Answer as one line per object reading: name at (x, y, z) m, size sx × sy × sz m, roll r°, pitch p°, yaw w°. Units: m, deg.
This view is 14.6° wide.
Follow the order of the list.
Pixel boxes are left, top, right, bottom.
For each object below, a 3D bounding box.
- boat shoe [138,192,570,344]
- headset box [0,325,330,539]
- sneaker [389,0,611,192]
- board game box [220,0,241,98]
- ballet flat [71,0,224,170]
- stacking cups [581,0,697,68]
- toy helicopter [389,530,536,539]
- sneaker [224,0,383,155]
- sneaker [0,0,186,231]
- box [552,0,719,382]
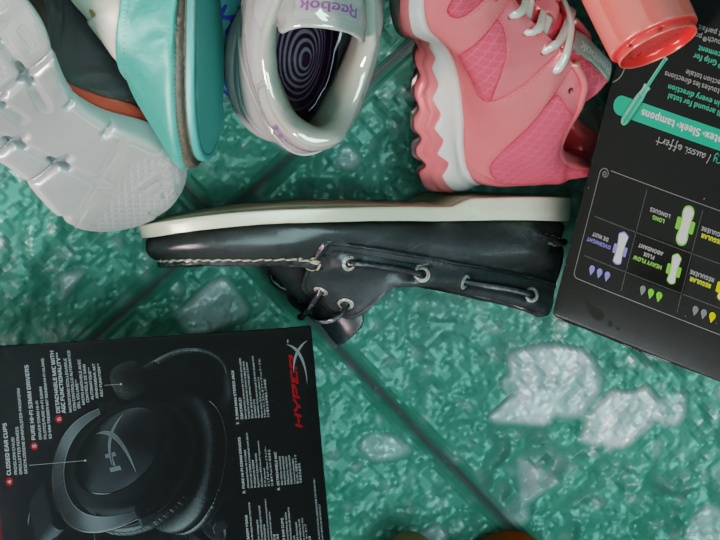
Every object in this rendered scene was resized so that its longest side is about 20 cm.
boat shoe at (0.000, 0.000, 1.268) m, size 0.199 × 0.074 × 0.066 m, roll -3°, pitch 94°, yaw -22°
headset box at (-0.117, 0.105, 1.217) m, size 0.200 × 0.077 × 0.149 m, roll -4°, pitch 86°, yaw -30°
sneaker at (0.065, -0.107, 1.209) m, size 0.087 × 0.074 × 0.200 m, roll 7°, pitch 146°, yaw 13°
board game box at (-0.066, -0.185, 1.216) m, size 0.200 × 0.045 × 0.152 m, roll 41°, pitch 93°, yaw -19°
ballet flat at (-0.090, -0.143, 1.172) m, size 0.070 × 0.067 × 0.200 m, roll 5°, pitch 104°, yaw 9°
stacking cups at (0.088, -0.183, 1.191) m, size 0.060 × 0.061 × 0.200 m, roll -25°, pitch 75°, yaw -5°
toy helicopter at (-0.005, 0.181, 1.330) m, size 0.200 × 0.079 × 0.132 m, roll 15°, pitch 111°, yaw -5°
sneaker at (-0.010, -0.143, 1.165) m, size 0.075 × 0.100 × 0.200 m, roll 2°, pitch 104°, yaw -12°
sneaker at (-0.151, -0.093, 1.184) m, size 0.077 × 0.082 × 0.200 m, roll -28°, pitch 138°, yaw 14°
box at (0.193, -0.056, 1.239) m, size 0.148 × 0.124 × 0.200 m, roll -4°, pitch 111°, yaw -53°
